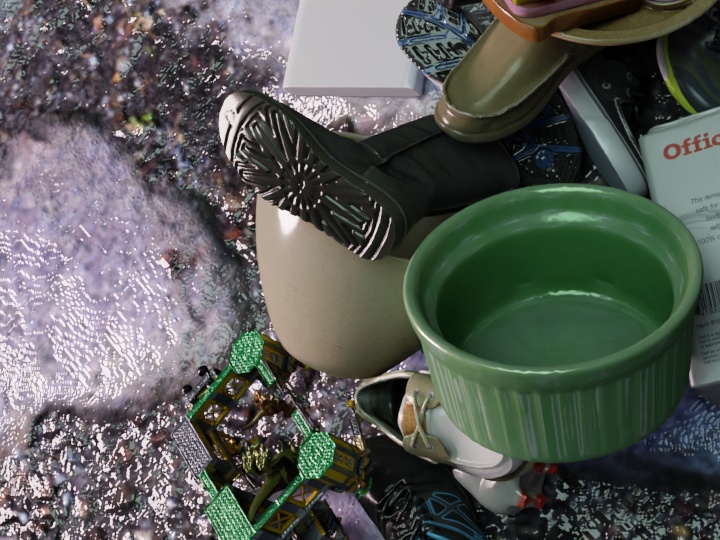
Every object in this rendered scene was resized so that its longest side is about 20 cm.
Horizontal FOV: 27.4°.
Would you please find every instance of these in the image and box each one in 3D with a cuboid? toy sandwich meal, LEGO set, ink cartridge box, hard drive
[{"bbox_3d":[0.176,-0.246,1.082,0.204,0.070,0.206,-4,55,6],"label":"toy sandwich meal"},{"bbox_3d":[-0.054,0.154,1.180,0.154,0.116,0.200,-55,44,4],"label":"LEGO set"},{"bbox_3d":[0.297,-0.019,1.068,0.146,0.083,0.201,-16,69,22],"label":"ink cartridge box"},{"bbox_3d":[0.009,-0.253,1.320,0.131,0.027,0.201,4,76,28],"label":"hard drive"}]

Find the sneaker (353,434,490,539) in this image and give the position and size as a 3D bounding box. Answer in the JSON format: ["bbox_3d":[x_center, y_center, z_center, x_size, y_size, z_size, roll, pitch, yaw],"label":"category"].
[{"bbox_3d":[0.053,0.194,1.127,0.200,0.082,0.073,43,98,31],"label":"sneaker"}]

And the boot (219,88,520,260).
[{"bbox_3d":[0.012,-0.092,1.111,0.182,0.200,0.073,42,129,10],"label":"boot"}]

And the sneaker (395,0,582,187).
[{"bbox_3d":[0.113,-0.145,1.209,0.076,0.077,0.200,-40,78,12],"label":"sneaker"}]

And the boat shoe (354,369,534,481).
[{"bbox_3d":[0.060,0.114,1.098,0.200,0.068,0.075,-177,92,-65],"label":"boat shoe"}]

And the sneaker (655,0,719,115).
[{"bbox_3d":[0.277,-0.208,1.125,0.081,0.073,0.201,154,123,-63],"label":"sneaker"}]

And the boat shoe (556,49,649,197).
[{"bbox_3d":[0.193,-0.145,1.174,0.066,0.070,0.201,-27,57,3],"label":"boat shoe"}]

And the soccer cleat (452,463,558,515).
[{"bbox_3d":[0.135,0.089,1.129,0.077,0.069,0.201,25,90,34],"label":"soccer cleat"}]

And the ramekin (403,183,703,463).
[{"bbox_3d":[0.134,0.037,1.009,0.199,0.098,0.201,-8,38,6],"label":"ramekin"}]

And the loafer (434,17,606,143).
[{"bbox_3d":[0.131,-0.176,1.127,0.200,0.068,0.076,-43,57,-18],"label":"loafer"}]

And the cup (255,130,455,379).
[{"bbox_3d":[0.000,0.000,1.169,0.200,0.200,0.144,37,122,31],"label":"cup"}]

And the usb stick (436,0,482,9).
[{"bbox_3d":[0.150,-0.245,1.184,0.199,0.033,0.056,-13,32,-11],"label":"usb stick"}]
